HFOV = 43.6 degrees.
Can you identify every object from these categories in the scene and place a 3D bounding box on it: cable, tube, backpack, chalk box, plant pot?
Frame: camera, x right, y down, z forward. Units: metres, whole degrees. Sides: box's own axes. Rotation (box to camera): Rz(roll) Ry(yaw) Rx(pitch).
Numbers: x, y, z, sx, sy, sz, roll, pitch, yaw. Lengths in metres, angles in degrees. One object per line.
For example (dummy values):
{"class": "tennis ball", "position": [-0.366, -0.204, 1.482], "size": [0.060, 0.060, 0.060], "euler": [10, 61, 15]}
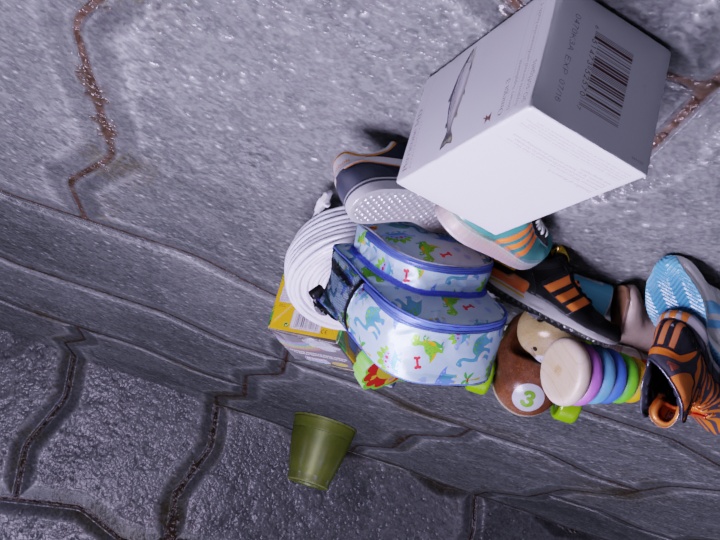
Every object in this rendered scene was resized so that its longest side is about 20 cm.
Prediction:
{"class": "cable", "position": [0.000, 0.000, 1.174], "size": [0.199, 0.070, 0.200], "euler": [18, 132, -25]}
{"class": "tube", "position": [0.222, 0.008, 1.158], "size": [0.199, 0.051, 0.078], "euler": [21, 153, 4]}
{"class": "backpack", "position": [0.067, 0.031, 1.019], "size": [0.182, 0.148, 0.200], "euler": [2, -152, -29]}
{"class": "chalk box", "position": [-0.052, 0.082, 1.471], "size": [0.124, 0.125, 0.200], "euler": [10, 161, 16]}
{"class": "plant pot", "position": [-0.133, 0.551, 2.716], "size": [0.199, 0.194, 0.201], "euler": [15, 160, 6]}

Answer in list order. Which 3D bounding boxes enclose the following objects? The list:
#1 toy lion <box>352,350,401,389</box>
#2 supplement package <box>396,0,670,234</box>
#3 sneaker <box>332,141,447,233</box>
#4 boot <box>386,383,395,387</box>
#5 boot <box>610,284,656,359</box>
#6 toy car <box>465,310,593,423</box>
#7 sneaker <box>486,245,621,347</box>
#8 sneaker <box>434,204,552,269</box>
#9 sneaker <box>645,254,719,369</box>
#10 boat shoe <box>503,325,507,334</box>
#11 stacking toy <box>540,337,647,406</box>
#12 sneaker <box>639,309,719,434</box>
{"class": "toy lion", "position": [0.080, 0.121, 1.367], "size": [0.069, 0.191, 0.200], "euler": [55, 178, 26]}
{"class": "supplement package", "position": [0.137, -0.124, 0.751], "size": [0.117, 0.118, 0.200], "euler": [24, 159, -20]}
{"class": "sneaker", "position": [0.058, -0.094, 0.976], "size": [0.199, 0.080, 0.079], "euler": [4, 137, -40]}
{"class": "boot", "position": [-0.004, 0.140, 1.632], "size": [0.199, 0.091, 0.073], "euler": [26, 159, -23]}
{"class": "boot", "position": [0.397, 0.077, 1.174], "size": [0.145, 0.071, 0.200], "euler": [6, 158, 7]}
{"class": "toy car", "position": [0.254, 0.104, 1.230], "size": [0.163, 0.159, 0.200], "euler": [18, 156, -2]}
{"class": "sneaker", "position": [0.245, 0.021, 1.092], "size": [0.199, 0.090, 0.070], "euler": [26, 179, -12]}
{"class": "sneaker", "position": [0.167, -0.057, 0.976], "size": [0.080, 0.072, 0.199], "euler": [-42, 149, 25]}
{"class": "sneaker", "position": [0.404, 0.050, 1.073], "size": [0.076, 0.081, 0.200], "euler": [-2, 133, 48]}
{"class": "boat shoe", "position": [0.298, 0.130, 1.393], "size": [0.200, 0.061, 0.072], "euler": [8, 159, 25]}
{"class": "stacking toy", "position": [0.332, 0.136, 1.154], "size": [0.199, 0.086, 0.085], "euler": [8, 166, -26]}
{"class": "sneaker", "position": [0.375, 0.150, 1.049], "size": [0.077, 0.112, 0.200], "euler": [-2, 134, 48]}
